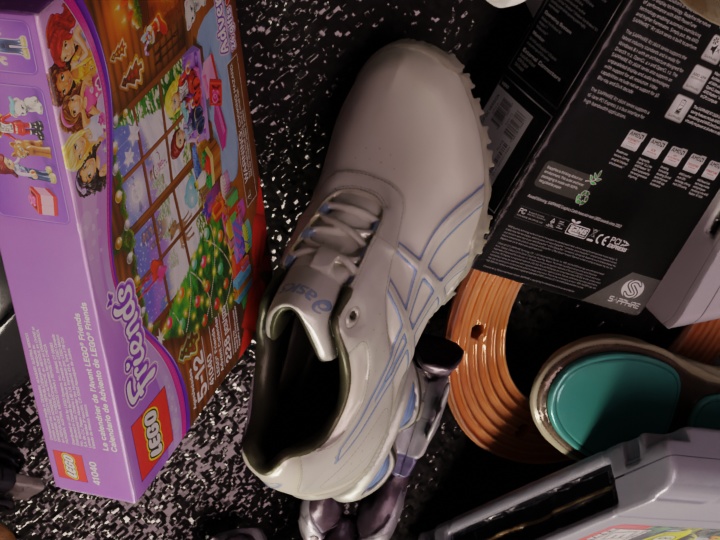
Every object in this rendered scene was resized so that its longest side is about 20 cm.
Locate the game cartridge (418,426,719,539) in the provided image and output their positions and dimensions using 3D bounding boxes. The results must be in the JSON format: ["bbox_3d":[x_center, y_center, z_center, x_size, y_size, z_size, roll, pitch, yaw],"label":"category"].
[{"bbox_3d":[0.133,0.130,0.920,0.132,0.041,0.199,4,155,-38],"label":"game cartridge"}]

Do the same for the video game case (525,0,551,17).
[{"bbox_3d":[0.115,-0.218,0.748,0.182,0.024,0.200,-39,134,-4],"label":"video game case"}]

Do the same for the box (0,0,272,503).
[{"bbox_3d":[-0.084,-0.035,0.669,0.137,0.039,0.202,-56,147,-50],"label":"box"}]

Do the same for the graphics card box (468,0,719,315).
[{"bbox_3d":[0.127,-0.082,0.802,0.125,0.051,0.201,13,113,-42],"label":"graphics card box"}]

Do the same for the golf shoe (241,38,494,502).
[{"bbox_3d":[0.000,0.000,0.742,0.097,0.078,0.202,6,96,-69],"label":"golf shoe"}]

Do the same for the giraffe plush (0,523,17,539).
[{"bbox_3d":[-0.206,0.217,0.758,0.199,0.174,0.162,-19,166,-39],"label":"giraffe plush"}]

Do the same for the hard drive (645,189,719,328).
[{"bbox_3d":[0.244,-0.038,0.923,0.199,0.027,0.133,-9,134,-41],"label":"hard drive"}]

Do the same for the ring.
[{"bbox_3d":[0.125,0.013,0.919,0.199,0.019,0.202,-18,129,-24],"label":"ring"}]

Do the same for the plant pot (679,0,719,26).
[{"bbox_3d":[0.187,-0.177,0.652,0.173,0.200,0.201,-31,134,-25],"label":"plant pot"}]

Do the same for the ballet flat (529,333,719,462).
[{"bbox_3d":[0.149,0.068,0.917,0.199,0.070,0.070,16,111,-36],"label":"ballet flat"}]

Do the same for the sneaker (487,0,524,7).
[{"bbox_3d":[0.084,-0.197,0.677,0.081,0.074,0.202,-10,126,-23],"label":"sneaker"}]

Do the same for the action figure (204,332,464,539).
[{"bbox_3d":[-0.009,0.125,0.861,0.129,0.069,0.202,11,107,-4],"label":"action figure"}]

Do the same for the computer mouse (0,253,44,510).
[{"bbox_3d":[-0.150,0.017,0.716,0.138,0.053,0.201,20,108,-40],"label":"computer mouse"}]
